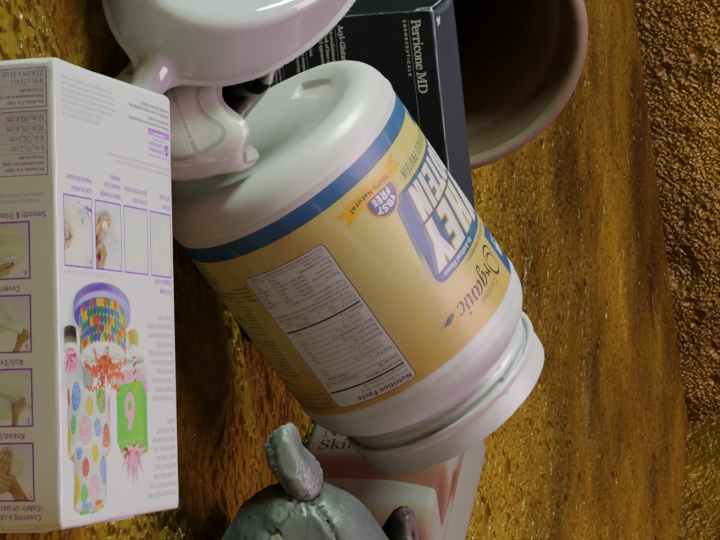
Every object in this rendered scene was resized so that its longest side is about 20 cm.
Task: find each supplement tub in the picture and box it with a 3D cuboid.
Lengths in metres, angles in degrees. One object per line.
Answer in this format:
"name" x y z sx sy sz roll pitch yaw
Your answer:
"supplement tub" 0.000 0.000 1.165 0.200 0.145 0.145 54 28 -22

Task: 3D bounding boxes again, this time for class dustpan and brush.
"dustpan and brush" -0.090 -0.125 1.057 0.200 0.139 0.057 -59 173 -32

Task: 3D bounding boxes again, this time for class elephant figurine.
"elephant figurine" -0.027 0.189 1.198 0.155 0.141 0.200 -50 173 2

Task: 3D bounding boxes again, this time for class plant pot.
"plant pot" 0.043 -0.193 1.459 0.175 0.200 0.200 -104 -178 -58

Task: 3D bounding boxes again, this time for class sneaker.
"sneaker" -0.081 -0.126 1.121 0.075 0.081 0.200 63 27 -54

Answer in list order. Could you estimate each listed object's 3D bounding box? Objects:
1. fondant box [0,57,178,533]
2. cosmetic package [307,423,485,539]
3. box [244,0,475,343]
"fondant box" -0.133 0.013 0.943 0.144 0.058 0.200 10 77 -75
"cosmetic package" 0.017 0.150 1.405 0.200 0.103 0.087 -72 156 -56
"box" -0.007 -0.064 1.272 0.079 0.141 0.200 -53 139 -67
